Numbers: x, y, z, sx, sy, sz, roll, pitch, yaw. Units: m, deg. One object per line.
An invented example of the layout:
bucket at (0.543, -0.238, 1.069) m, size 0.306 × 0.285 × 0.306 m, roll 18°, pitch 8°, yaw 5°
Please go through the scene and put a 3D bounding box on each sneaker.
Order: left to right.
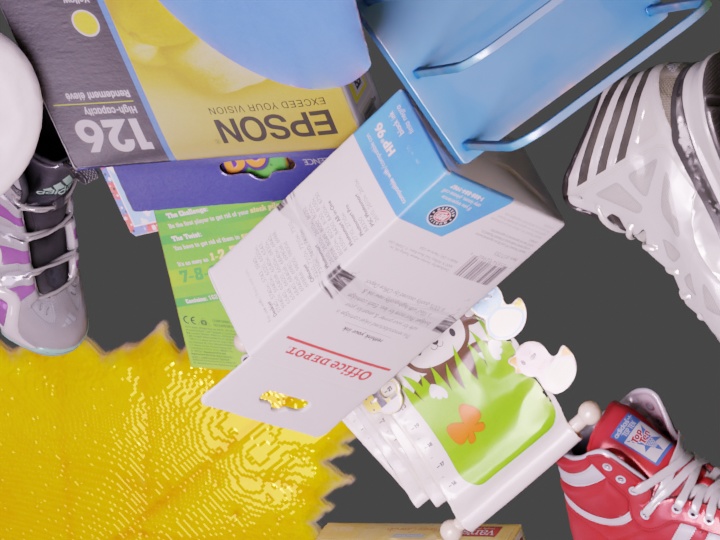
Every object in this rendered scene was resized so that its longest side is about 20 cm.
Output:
sneaker at (-0.196, -0.040, 1.670) m, size 0.140 × 0.078 × 0.200 m, roll -8°, pitch 115°, yaw 49°
sneaker at (0.180, -0.019, 1.491) m, size 0.115 × 0.076 × 0.201 m, roll -5°, pitch 107°, yaw 42°
sneaker at (0.198, 0.127, 1.557) m, size 0.200 × 0.071 × 0.113 m, roll -2°, pitch 120°, yaw 34°

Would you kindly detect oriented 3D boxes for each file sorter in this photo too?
file sorter at (0.063, -0.175, 1.383) m, size 0.200 × 0.139 × 0.123 m, roll 55°, pitch 171°, yaw -8°

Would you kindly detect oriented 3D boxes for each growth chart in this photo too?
growth chart at (0.035, 0.057, 1.596) m, size 0.200 × 0.018 × 0.145 m, roll 44°, pitch 111°, yaw 14°

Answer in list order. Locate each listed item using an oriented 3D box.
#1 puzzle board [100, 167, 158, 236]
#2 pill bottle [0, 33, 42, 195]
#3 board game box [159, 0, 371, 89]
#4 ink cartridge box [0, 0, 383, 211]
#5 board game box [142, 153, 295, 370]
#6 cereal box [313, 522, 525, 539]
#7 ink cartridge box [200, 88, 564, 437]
puzzle board at (-0.120, -0.120, 1.633) m, size 0.151 × 0.017 × 0.200 m, roll -12°, pitch 112°, yaw 35°
pill bottle at (-0.276, -0.110, 1.591) m, size 0.200 × 0.116 × 0.117 m, roll 30°, pitch 136°, yaw 51°
board game box at (-0.055, -0.181, 1.382) m, size 0.158 × 0.039 × 0.200 m, roll 23°, pitch 147°, yaw 33°
ink cartridge box at (-0.090, -0.108, 1.531) m, size 0.197 × 0.047 × 0.200 m, roll -4°, pitch 124°, yaw 29°
board game box at (-0.075, -0.025, 1.639) m, size 0.095 × 0.030 × 0.200 m, roll 4°, pitch 128°, yaw 22°
cereal box at (0.057, 0.252, 1.736) m, size 0.144 × 0.040 × 0.200 m, roll -2°, pitch 116°, yaw 30°
ink cartridge box at (0.000, 0.000, 1.525) m, size 0.200 × 0.116 × 0.068 m, roll -42°, pitch 54°, yaw 21°
